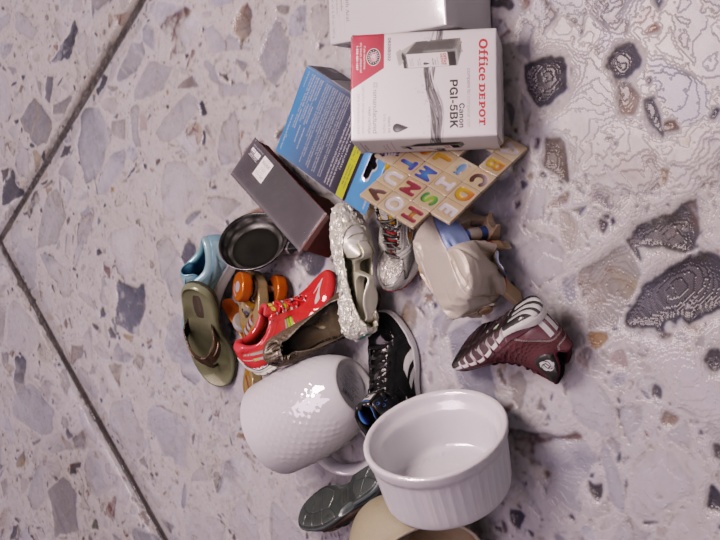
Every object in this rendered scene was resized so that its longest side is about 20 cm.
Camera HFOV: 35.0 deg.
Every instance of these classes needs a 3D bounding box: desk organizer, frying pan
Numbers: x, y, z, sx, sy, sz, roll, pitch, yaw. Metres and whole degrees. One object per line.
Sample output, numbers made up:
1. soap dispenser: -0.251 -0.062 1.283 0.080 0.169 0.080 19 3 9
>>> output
1. desk organizer: -0.106 -0.110 1.748 0.072 0.077 0.200 -53 56 15
2. frying pan: -0.132 -0.051 1.799 0.187 0.031 0.116 -11 51 5

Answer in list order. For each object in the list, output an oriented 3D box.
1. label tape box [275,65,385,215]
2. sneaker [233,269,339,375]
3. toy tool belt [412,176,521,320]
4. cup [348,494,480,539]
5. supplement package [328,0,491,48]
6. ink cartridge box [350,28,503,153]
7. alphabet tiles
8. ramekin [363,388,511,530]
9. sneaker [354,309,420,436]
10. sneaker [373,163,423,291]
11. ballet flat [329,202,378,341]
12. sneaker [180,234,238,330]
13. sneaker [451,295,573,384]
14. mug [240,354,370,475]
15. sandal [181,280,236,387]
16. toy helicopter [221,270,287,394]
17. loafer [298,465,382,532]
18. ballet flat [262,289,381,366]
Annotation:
1. label tape box: -0.020 -0.193 1.684 0.199 0.066 0.145 36 114 29
2. sneaker: -0.111 0.071 1.725 0.200 0.085 0.077 -46 31 -1
3. toy tool belt: 0.139 -0.031 1.554 0.125 0.121 0.202 -52 51 42
4. cup: 0.058 0.398 1.608 0.143 0.197 0.203 46 123 55
5. supplement package: 0.066 -0.376 1.563 0.198 0.119 0.124 -1 92 38
6. ink cartridge box: 0.089 -0.238 1.517 0.196 0.083 0.150 -2 84 11
7. alphabet tiles: 0.100 -0.139 1.532 0.166 0.200 0.008 32 152 32
8. ramekin: 0.109 0.256 1.533 0.198 0.200 0.099 6 122 38
9. sneaker: 0.033 0.159 1.639 0.072 0.111 0.203 -18 82 37
10. sneaker: 0.048 -0.070 1.628 0.077 0.082 0.204 14 103 36
11. ballet flat: 0.000 0.000 1.645 0.071 0.071 0.204 -9 86 38
12. sneaker: -0.269 0.021 1.878 0.202 0.081 0.074 -64 35 23
13. sneaker: 0.209 0.119 1.524 0.115 0.076 0.200 42 146 -6
14. mug: -0.055 0.225 1.710 0.174 0.148 0.201 -30 104 33
15. sandal: -0.259 0.111 1.860 0.078 0.058 0.203 1 125 19
16. toy helicopter: -0.177 0.102 1.822 0.132 0.078 0.204 -18 70 60
17. loafer: -0.014 0.357 1.727 0.199 0.062 0.073 -35 36 38
18. ballet flat: -0.056 0.083 1.684 0.198 0.046 0.068 -28 95 -2
